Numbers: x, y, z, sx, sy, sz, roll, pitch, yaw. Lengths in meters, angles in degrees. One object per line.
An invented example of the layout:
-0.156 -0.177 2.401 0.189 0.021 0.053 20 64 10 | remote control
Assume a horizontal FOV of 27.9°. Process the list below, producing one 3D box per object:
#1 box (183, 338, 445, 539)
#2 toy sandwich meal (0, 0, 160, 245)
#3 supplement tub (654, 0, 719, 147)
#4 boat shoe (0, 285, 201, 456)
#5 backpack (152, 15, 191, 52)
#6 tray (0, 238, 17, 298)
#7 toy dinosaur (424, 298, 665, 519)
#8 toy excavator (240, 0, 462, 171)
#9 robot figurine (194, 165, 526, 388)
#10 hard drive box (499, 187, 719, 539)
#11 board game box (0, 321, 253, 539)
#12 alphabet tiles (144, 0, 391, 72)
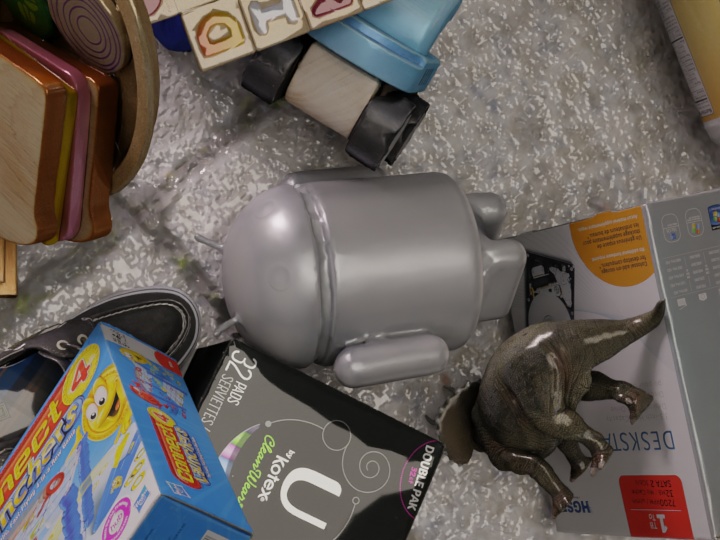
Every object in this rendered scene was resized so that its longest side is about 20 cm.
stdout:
-0.067 0.163 0.864 0.148 0.124 0.201 27 78 -11 | box
-0.188 -0.115 0.790 0.070 0.205 0.206 -29 94 -39 | toy sandwich meal
0.282 -0.168 0.977 0.144 0.145 0.201 -23 91 -16 | supplement tub
-0.184 0.065 0.869 0.199 0.066 0.070 -22 91 -16 | boat shoe
-0.060 -0.246 0.880 0.200 0.168 0.163 -37 107 -17 | backpack
-0.258 -0.084 0.877 0.098 0.037 0.202 0 85 -16 | tray
0.108 0.079 0.873 0.102 0.200 0.077 38 47 5 | toy dinosaur
0.032 -0.176 0.914 0.100 0.194 0.201 33 102 3 | toy excavator
0.000 0.000 0.901 0.198 0.113 0.170 -5 47 -16 | robot figurine
0.178 0.061 0.918 0.076 0.156 0.202 -12 88 -31 | hard drive box
-0.155 0.156 0.771 0.056 0.196 0.201 30 99 -27 | board game box
-0.056 -0.210 0.789 0.199 0.006 0.167 -23 101 -13 | alphabet tiles
